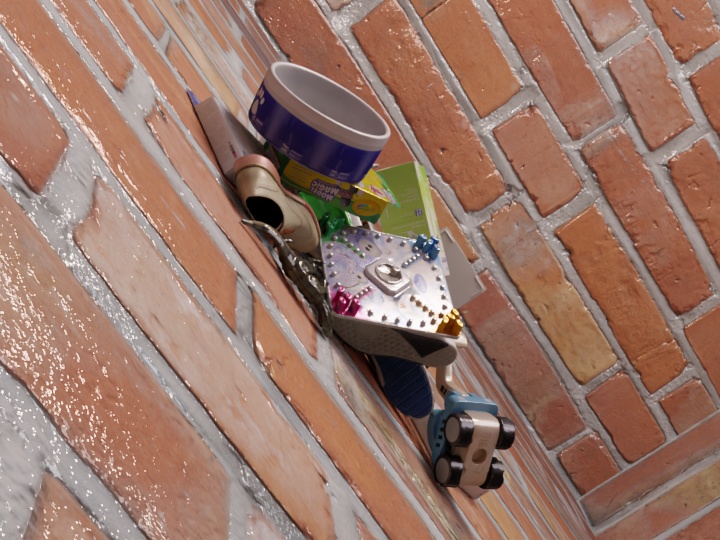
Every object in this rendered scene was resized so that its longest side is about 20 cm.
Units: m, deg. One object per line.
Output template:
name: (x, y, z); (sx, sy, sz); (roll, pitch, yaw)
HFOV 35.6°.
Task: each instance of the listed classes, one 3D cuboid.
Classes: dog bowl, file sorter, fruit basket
dog bowl: (-0.060, -0.214, 1.617); (0.198, 0.079, 0.201); (28, 22, -12)
file sorter: (0.122, 0.034, 2.150); (0.140, 0.199, 0.125); (57, 5, 5)
fruit basket: (-0.038, -0.057, 1.839); (0.200, 0.093, 0.187); (60, 6, -67)

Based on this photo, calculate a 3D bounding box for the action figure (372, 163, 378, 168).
action figure: (-0.027, -0.182, 1.864); (0.118, 0.102, 0.201); (35, -15, 36)

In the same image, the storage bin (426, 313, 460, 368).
storage bin: (0.092, 0.095, 1.964); (0.134, 0.145, 0.200); (46, 6, 1)

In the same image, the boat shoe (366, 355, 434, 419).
boat shoe: (0.049, 0.132, 1.699); (0.202, 0.072, 0.072); (60, 2, 2)

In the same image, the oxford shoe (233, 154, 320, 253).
oxford shoe: (-0.114, -0.071, 1.529); (0.200, 0.070, 0.075); (47, 30, -47)

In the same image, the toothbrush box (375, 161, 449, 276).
toothbrush box: (0.087, -0.078, 1.950); (0.146, 0.085, 0.203); (-1, 79, -79)

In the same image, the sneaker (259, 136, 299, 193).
sneaker: (-0.101, -0.155, 1.896); (0.147, 0.080, 0.200); (49, 4, -28)

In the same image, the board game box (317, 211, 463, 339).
board game box: (0.041, 0.004, 1.604); (0.197, 0.026, 0.201); (12, 39, -21)

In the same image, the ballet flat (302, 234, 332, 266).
ballet flat: (0.000, 0.000, 1.695); (0.199, 0.069, 0.070); (37, 15, -27)

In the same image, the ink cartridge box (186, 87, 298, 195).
ink cartridge box: (-0.159, -0.164, 1.637); (0.196, 0.043, 0.201); (43, 17, -50)

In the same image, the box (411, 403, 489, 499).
box: (0.137, 0.279, 1.824); (0.200, 0.036, 0.145); (51, 9, -53)

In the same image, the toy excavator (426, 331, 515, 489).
toy excavator: (0.143, 0.207, 1.688); (0.099, 0.197, 0.200); (7, 15, -27)

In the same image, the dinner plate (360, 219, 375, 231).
dinner plate: (0.015, -0.003, 1.848); (0.200, 0.024, 0.203); (172, -90, -78)

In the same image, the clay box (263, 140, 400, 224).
clay box: (-0.041, -0.137, 1.656); (0.198, 0.048, 0.115); (24, 23, -29)

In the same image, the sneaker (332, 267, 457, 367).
sneaker: (0.041, 0.053, 1.630); (0.200, 0.077, 0.147); (19, 41, -22)

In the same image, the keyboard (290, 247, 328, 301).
keyboard: (-0.063, 0.020, 1.660); (0.201, 0.011, 0.056); (59, 7, 10)

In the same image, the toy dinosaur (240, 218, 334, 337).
toy dinosaur: (-0.085, -0.007, 1.486); (0.201, 0.047, 0.088); (52, 14, -16)
